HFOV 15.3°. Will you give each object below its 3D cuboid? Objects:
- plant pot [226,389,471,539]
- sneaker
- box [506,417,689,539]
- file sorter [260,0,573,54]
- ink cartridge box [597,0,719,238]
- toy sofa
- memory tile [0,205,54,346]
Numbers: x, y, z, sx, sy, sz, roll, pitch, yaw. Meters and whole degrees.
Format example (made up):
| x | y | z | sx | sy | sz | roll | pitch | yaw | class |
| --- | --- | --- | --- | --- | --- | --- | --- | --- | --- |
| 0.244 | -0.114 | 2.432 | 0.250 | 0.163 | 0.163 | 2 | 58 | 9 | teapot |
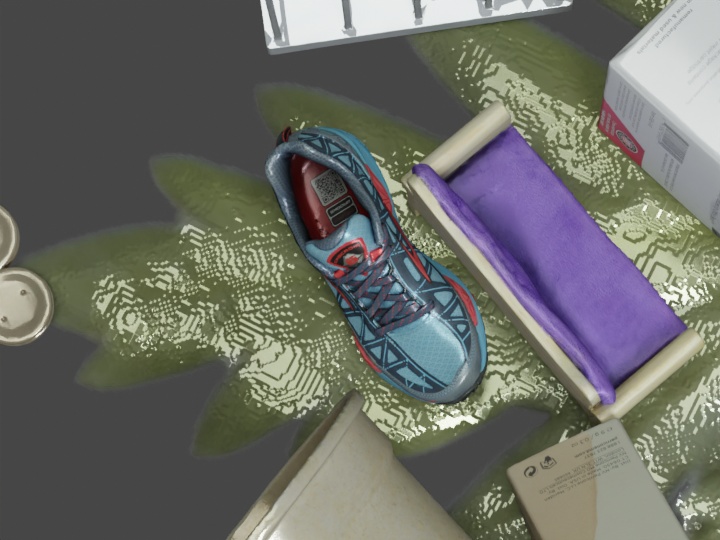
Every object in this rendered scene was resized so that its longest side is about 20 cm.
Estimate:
| x | y | z | sx | sy | sz | roll | pitch | yaw | class |
| --- | --- | --- | --- | --- | --- | --- | --- | --- | --- |
| 0.006 | 0.204 | 1.562 | 0.183 | 0.200 | 0.201 | 38 | 82 | -1 | plant pot |
| 0.000 | 0.000 | 1.643 | 0.079 | 0.095 | 0.200 | -39 | 76 | 14 | sneaker |
| 0.162 | 0.191 | 1.552 | 0.077 | 0.095 | 0.200 | -24 | 40 | -2 | box |
| 0.026 | -0.233 | 1.682 | 0.199 | 0.125 | 0.140 | -8 | 77 | 2 | file sorter |
| 0.246 | -0.067 | 1.624 | 0.085 | 0.146 | 0.200 | -44 | 80 | -7 | ink cartridge box |
| 0.117 | -0.003 | 1.643 | 0.083 | 0.098 | 0.200 | -39 | 78 | -5 | toy sofa |
| -0.306 | 0.016 | 1.701 | 0.199 | 0.017 | 0.154 | -29 | 78 | -3 | memory tile |
